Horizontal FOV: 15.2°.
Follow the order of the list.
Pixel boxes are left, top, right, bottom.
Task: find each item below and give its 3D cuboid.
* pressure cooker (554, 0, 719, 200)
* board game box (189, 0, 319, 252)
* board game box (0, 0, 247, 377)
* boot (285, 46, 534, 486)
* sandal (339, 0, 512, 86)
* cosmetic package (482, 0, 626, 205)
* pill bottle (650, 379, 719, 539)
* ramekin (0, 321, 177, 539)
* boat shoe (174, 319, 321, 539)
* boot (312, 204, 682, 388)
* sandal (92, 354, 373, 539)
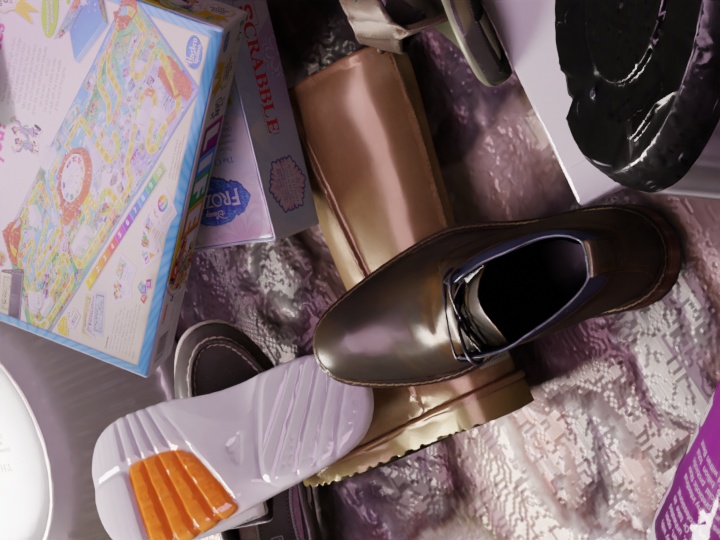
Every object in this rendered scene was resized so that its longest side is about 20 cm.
[{"bbox_3d":[0.196,-0.112,1.101,0.176,0.199,0.179,114,155,-45],"label":"pressure cooker"},{"bbox_3d":[-0.128,-0.105,1.448,0.199,0.041,0.201,-7,98,40],"label":"board game box"},{"bbox_3d":[-0.144,-0.060,1.397,0.134,0.034,0.201,21,116,12],"label":"board game box"},{"bbox_3d":[0.000,0.000,1.440,0.175,0.066,0.201,-26,85,42],"label":"boot"},{"bbox_3d":[0.012,-0.138,1.333,0.201,0.057,0.080,43,168,49],"label":"sandal"},{"bbox_3d":[0.111,-0.145,1.259,0.101,0.071,0.201,-31,84,47],"label":"cosmetic package"},{"bbox_3d":[0.198,0.106,1.239,0.112,0.112,0.201,41,130,26],"label":"pill bottle"},{"bbox_3d":[-0.200,0.095,1.644,0.199,0.105,0.202,20,119,40],"label":"ramekin"},{"bbox_3d":[-0.055,0.126,1.528,0.057,0.066,0.201,-137,31,-70],"label":"boat shoe"},{"bbox_3d":[0.049,0.011,1.313,0.199,0.097,0.075,-20,84,23],"label":"boot"},{"bbox_3d":[-0.059,0.101,1.454,0.206,0.059,0.080,-21,71,36],"label":"sandal"}]
